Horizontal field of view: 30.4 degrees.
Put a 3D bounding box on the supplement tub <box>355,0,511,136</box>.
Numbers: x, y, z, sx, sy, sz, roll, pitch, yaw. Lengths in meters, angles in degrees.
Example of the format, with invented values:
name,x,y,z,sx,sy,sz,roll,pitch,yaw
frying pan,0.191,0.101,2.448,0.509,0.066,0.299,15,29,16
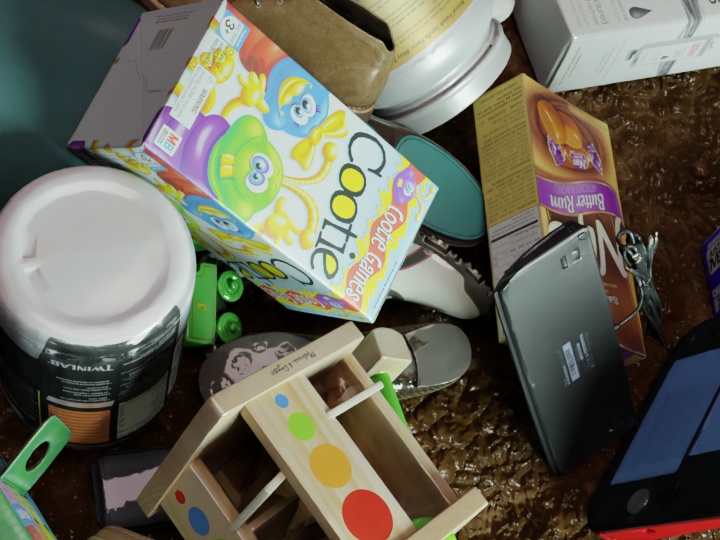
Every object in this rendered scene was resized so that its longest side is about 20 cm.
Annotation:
name,x,y,z,sx,sy,sz,roll,pitch,yaw
supplement tub,0.011,-0.213,0.986,0.201,0.143,0.145,52,59,-23

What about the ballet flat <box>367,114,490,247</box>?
name,x,y,z,sx,sy,sz,roll,pitch,yaw
ballet flat,0.008,-0.079,0.984,0.198,0.064,0.068,30,74,-16

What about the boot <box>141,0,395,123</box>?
name,x,y,z,sx,sy,sz,roll,pitch,yaw
boot,-0.066,-0.182,0.912,0.198,0.076,0.074,28,43,-3

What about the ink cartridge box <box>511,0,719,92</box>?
name,x,y,z,sx,sy,sz,roll,pitch,yaw
ink cartridge box,0.230,-0.245,1.127,0.197,0.083,0.148,-11,67,-18

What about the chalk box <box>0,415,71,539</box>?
name,x,y,z,sx,sy,sz,roll,pitch,yaw
chalk box,-0.248,0.161,0.773,0.199,0.125,0.124,-36,76,-11

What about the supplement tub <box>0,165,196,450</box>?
name,x,y,z,sx,sy,sz,roll,pitch,yaw
supplement tub,-0.169,0.034,0.832,0.120,0.201,0.124,5,63,-10

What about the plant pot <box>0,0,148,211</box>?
name,x,y,z,sx,sy,sz,roll,pitch,yaw
plant pot,-0.208,-0.107,0.903,0.159,0.201,0.203,7,62,-26

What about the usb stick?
name,x,y,z,sx,sy,sz,roll,pitch,yaw
usb stick,-0.083,0.139,0.896,0.197,0.033,0.056,-5,65,-16

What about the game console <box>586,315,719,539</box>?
name,x,y,z,sx,sy,sz,roll,pitch,yaw
game console,0.245,0.098,0.913,0.031,0.177,0.201,39,62,-7

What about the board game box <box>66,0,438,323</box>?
name,x,y,z,sx,sy,sz,roll,pitch,yaw
board game box,-0.064,-0.064,0.838,0.199,0.104,0.104,37,72,-33

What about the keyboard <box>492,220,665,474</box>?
name,x,y,z,sx,sy,sz,roll,pitch,yaw
keyboard,0.160,0.045,0.911,0.126,0.202,0.021,-32,41,-11

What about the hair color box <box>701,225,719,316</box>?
name,x,y,z,sx,sy,sz,roll,pitch,yaw
hair color box,0.339,0.058,1.017,0.107,0.065,0.203,1,63,-12

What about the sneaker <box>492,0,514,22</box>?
name,x,y,z,sx,sy,sz,roll,pitch,yaw
sneaker,0.038,-0.260,1.077,0.197,0.100,0.075,21,39,-3

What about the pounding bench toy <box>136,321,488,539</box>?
name,x,y,z,sx,sy,sz,roll,pitch,yaw
pounding bench toy,-0.002,0.133,0.819,0.199,0.125,0.157,-27,72,-44

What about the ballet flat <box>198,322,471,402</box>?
name,x,y,z,sx,sy,sz,roll,pitch,yaw
ballet flat,-0.018,0.070,0.939,0.197,0.046,0.069,-9,84,-15

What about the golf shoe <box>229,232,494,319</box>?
name,x,y,z,sx,sy,sz,roll,pitch,yaw
golf shoe,0.000,0.000,0.972,0.198,0.077,0.089,25,79,5

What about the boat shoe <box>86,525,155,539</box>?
name,x,y,z,sx,sy,sz,roll,pitch,yaw
boat shoe,-0.083,0.208,0.847,0.198,0.071,0.065,30,56,-9

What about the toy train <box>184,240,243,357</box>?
name,x,y,z,sx,sy,sz,roll,pitch,yaw
toy train,-0.113,-0.039,0.942,0.056,0.041,0.203,10,74,-42

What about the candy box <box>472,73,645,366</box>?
name,x,y,z,sx,sy,sz,roll,pitch,yaw
candy box,0.148,-0.032,0.992,0.116,0.056,0.203,20,57,-42
